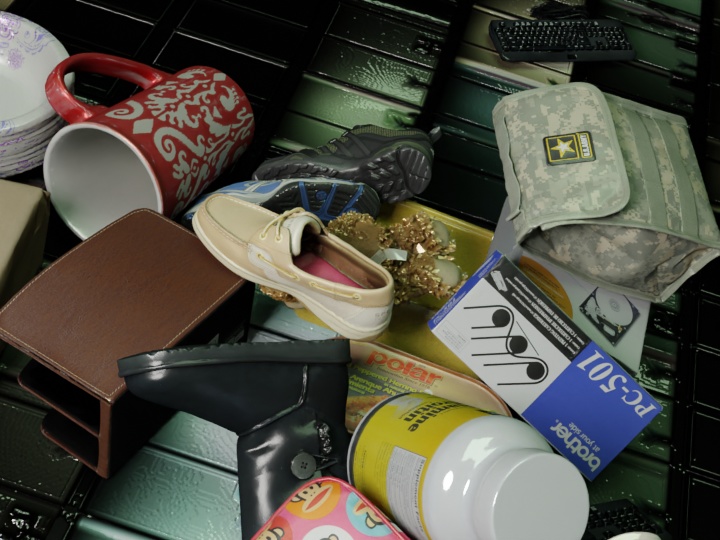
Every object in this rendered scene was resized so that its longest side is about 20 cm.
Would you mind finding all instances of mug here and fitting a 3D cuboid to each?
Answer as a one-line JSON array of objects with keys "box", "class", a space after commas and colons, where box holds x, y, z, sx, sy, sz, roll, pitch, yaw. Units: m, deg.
[{"box": [-0.202, -0.138, 1.200, 0.133, 0.178, 0.200, 1, 27, 28], "class": "mug"}]

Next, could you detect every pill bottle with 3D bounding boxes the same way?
[{"box": [0.078, 0.157, 0.906, 0.112, 0.113, 0.200, -11, 8, -25], "class": "pill bottle"}]

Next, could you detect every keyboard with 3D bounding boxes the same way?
[{"box": [0.147, 0.205, 0.992, 0.199, 0.040, 0.104, -4, 16, -25], "class": "keyboard"}, {"box": [0.262, -0.318, 1.598, 0.199, 0.040, 0.104, -4, 50, -21], "class": "keyboard"}]

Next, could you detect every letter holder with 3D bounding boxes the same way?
[{"box": [-0.207, 0.053, 1.061, 0.142, 0.101, 0.200, 29, 45, 16], "class": "letter holder"}]

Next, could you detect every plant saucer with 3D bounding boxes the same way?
[{"box": [0.057, -0.001, 1.228, 0.199, 0.049, 0.200, 21, 45, 5], "class": "plant saucer"}]

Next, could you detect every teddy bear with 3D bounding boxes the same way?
[{"box": [0.000, 0.000, 1.136, 0.199, 0.067, 0.145, -20, 58, -17], "class": "teddy bear"}]

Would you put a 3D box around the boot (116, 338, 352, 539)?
[{"box": [-0.089, 0.141, 0.964, 0.199, 0.076, 0.169, 0, 84, -28], "class": "boot"}]

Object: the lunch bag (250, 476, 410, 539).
[{"box": [-0.028, 0.267, 0.867, 0.200, 0.082, 0.176, -42, 64, -13], "class": "lunch bag"}]

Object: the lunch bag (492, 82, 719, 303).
[{"box": [0.221, -0.080, 1.150, 0.199, 0.118, 0.165, 13, 51, -24], "class": "lunch bag"}]

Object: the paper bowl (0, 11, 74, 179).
[{"box": [-0.389, -0.165, 1.221, 0.200, 0.105, 0.201, 9, 44, -8], "class": "paper bowl"}]

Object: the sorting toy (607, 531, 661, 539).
[{"box": [0.145, 0.262, 0.895, 0.199, 0.180, 0.107, -16, 52, -30], "class": "sorting toy"}]

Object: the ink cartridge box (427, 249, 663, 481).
[{"box": [0.163, 0.084, 1.088, 0.200, 0.094, 0.044, 44, 4, -6], "class": "ink cartridge box"}]

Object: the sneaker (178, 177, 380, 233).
[{"box": [-0.080, -0.064, 1.211, 0.199, 0.076, 0.077, -5, 29, 1], "class": "sneaker"}]

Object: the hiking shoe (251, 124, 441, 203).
[{"box": [-0.013, -0.105, 1.266, 0.199, 0.076, 0.101, -5, 27, 21], "class": "hiking shoe"}]

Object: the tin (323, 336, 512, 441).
[{"box": [0.037, 0.125, 1.073, 0.199, 0.042, 0.112, 21, 47, 6], "class": "tin"}]

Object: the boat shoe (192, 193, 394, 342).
[{"box": [-0.054, -0.019, 1.054, 0.199, 0.069, 0.074, 30, 46, 10], "class": "boat shoe"}]

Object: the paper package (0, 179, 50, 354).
[{"box": [-0.394, -0.001, 1.057, 0.199, 0.104, 0.191, 13, 44, -4], "class": "paper package"}]

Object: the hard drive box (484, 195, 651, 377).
[{"box": [0.204, 0.010, 1.208, 0.156, 0.077, 0.200, 34, 43, -10], "class": "hard drive box"}]
